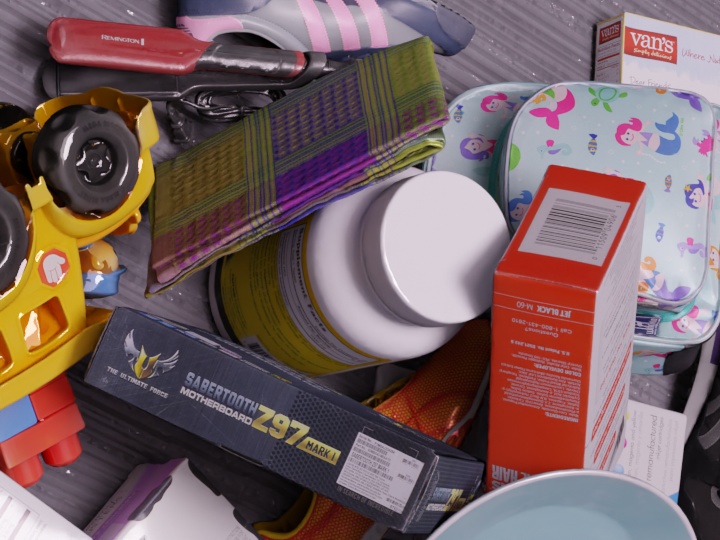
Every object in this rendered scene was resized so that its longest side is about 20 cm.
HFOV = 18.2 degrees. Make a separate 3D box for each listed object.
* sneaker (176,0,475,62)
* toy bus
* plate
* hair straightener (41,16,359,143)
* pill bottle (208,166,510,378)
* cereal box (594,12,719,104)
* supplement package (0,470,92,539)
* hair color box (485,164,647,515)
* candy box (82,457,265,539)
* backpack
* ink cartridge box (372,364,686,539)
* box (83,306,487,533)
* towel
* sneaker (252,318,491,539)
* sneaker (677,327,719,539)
[{"bbox_3d":[-0.025,-0.150,1.409,0.199,0.070,0.082,13,92,-22],"label":"sneaker"},{"bbox_3d":[-0.190,0.013,1.256,0.200,0.135,0.193,-33,112,-32],"label":"toy bus"},{"bbox_3d":[0.099,0.191,1.282,0.199,0.026,0.201,-9,123,-15],"label":"plate"},{"bbox_3d":[-0.094,-0.113,1.359,0.199,0.077,0.041,-1,54,-17],"label":"hair straightener"},{"bbox_3d":[0.000,0.000,1.314,0.112,0.200,0.113,5,80,-29],"label":"pill bottle"},{"bbox_3d":[0.224,-0.065,1.543,0.143,0.039,0.201,11,77,-28],"label":"cereal box"},{"bbox_3d":[-0.279,0.146,1.163,0.200,0.152,0.151,39,67,-19],"label":"supplement package"},{"bbox_3d":[0.116,0.054,1.290,0.111,0.064,0.201,-59,155,-49],"label":"hair color box"},{"bbox_3d":[-0.101,0.236,1.295,0.200,0.071,0.168,48,63,-15],"label":"candy box"},{"bbox_3d":[0.131,-0.033,1.412,0.199,0.151,0.178,7,70,3],"label":"backpack"},{"bbox_3d":[0.104,0.129,1.429,0.199,0.068,0.116,15,74,-26],"label":"ink cartridge box"},{"bbox_3d":[-0.037,0.085,1.256,0.199,0.158,0.051,25,89,15],"label":"box"},{"bbox_3d":[-0.040,-0.063,1.293,0.199,0.144,0.023,-28,117,10],"label":"towel"},{"bbox_3d":[0.011,0.104,1.349,0.077,0.073,0.200,40,86,-6],"label":"sneaker"},{"bbox_3d":[0.259,0.109,1.490,0.075,0.087,0.201,5,96,-28],"label":"sneaker"}]
